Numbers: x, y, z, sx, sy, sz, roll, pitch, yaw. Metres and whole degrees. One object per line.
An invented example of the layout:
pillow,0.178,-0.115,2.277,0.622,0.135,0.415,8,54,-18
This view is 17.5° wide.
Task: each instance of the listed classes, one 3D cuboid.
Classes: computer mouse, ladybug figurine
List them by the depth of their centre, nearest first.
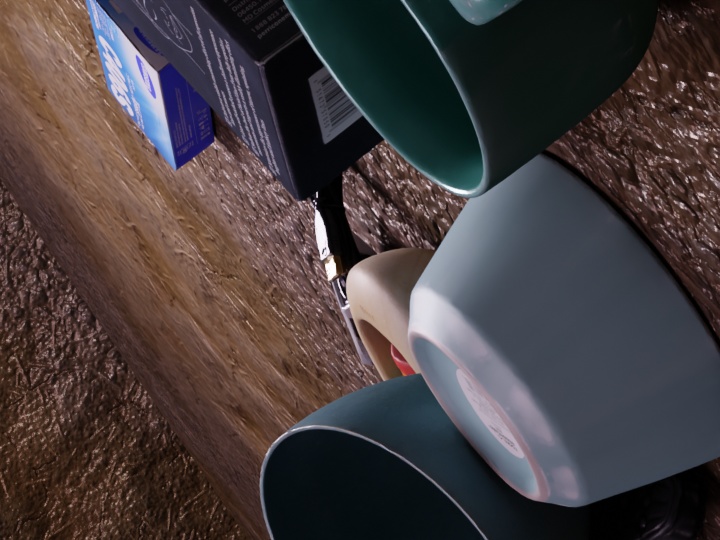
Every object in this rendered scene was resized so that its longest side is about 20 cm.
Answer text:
ladybug figurine,0.060,0.060,1.504,0.136,0.072,0.201,38,161,48
computer mouse,0.000,0.000,1.619,0.200,0.044,0.110,69,-178,-64

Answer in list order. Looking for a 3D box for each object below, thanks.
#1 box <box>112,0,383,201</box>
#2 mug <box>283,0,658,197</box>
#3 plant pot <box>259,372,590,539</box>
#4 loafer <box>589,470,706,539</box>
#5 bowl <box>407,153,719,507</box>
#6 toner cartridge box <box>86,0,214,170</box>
box,-0.062,-0.164,1.238,0.200,0.107,0.149,47,168,23
mug,0.053,-0.116,0.910,0.185,0.114,0.153,39,161,48
plant pot,0.058,0.137,1.376,0.199,0.135,0.201,28,139,27
loafer,0.169,0.152,1.400,0.070,0.069,0.201,18,165,-10
bowl,0.098,0.045,1.234,0.201,0.105,0.201,51,168,15
toner cartridge box,-0.162,-0.158,1.806,0.095,0.043,0.200,49,168,15
